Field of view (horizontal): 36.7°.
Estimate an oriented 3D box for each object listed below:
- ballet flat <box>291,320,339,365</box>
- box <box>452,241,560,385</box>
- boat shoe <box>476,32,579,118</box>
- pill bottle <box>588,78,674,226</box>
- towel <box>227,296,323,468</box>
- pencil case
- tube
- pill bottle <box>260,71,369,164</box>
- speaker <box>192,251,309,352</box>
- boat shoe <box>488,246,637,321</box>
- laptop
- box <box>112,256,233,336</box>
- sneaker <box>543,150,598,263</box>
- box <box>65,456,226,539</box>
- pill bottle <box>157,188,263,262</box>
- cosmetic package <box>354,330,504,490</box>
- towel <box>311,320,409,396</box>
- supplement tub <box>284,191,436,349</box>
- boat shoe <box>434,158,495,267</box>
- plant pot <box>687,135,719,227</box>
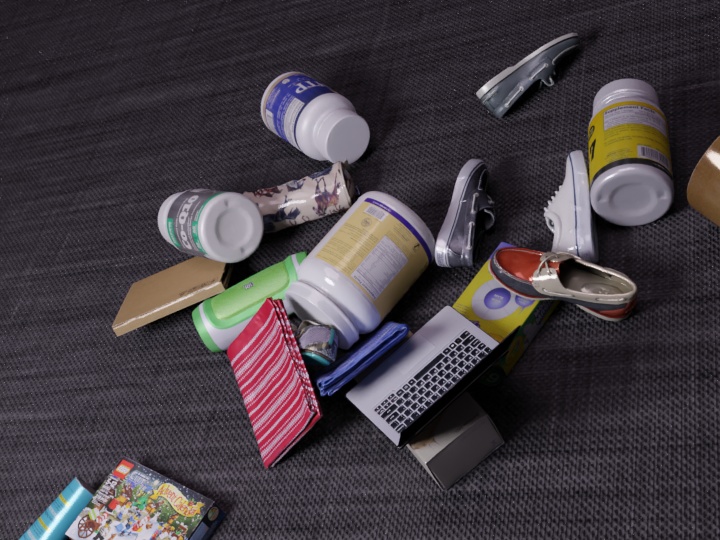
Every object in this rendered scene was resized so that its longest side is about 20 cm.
[{"bbox_3d":[-0.096,0.106,1.559,0.200,0.072,0.072,-11,43,51],"label":"ballet flat"},{"bbox_3d":[0.188,0.059,1.483,0.117,0.048,0.200,21,65,40],"label":"box"},{"bbox_3d":[0.285,-0.320,1.779,0.200,0.073,0.062,-33,85,-11],"label":"boat shoe"},{"bbox_3d":[0.380,-0.171,1.533,0.114,0.114,0.200,-11,46,22],"label":"pill bottle"},{"bbox_3d":[-0.125,0.154,1.509,0.145,0.022,0.200,-49,50,36],"label":"towel"},{"bbox_3d":[-0.103,-0.118,1.790,0.200,0.078,0.090,-16,36,16],"label":"pencil case"},{"bbox_3d":[-0.459,0.390,1.560,0.200,0.050,0.077,-49,37,-10],"label":"tube"},{"bbox_3d":[-0.075,-0.258,1.871,0.120,0.120,0.200,-42,44,-10],"label":"pill bottle"},{"bbox_3d":[-0.154,0.048,1.663,0.200,0.089,0.089,-28,43,5],"label":"speaker"},{"bbox_3d":[0.265,0.008,1.422,0.200,0.063,0.071,20,68,15],"label":"boat shoe"},{"bbox_3d":[0.083,0.115,1.335,0.187,0.116,0.200,-40,43,-11],"label":"laptop"},{"bbox_3d":[-0.301,0.027,1.776,0.200,0.021,0.164,-23,23,12],"label":"box"},{"bbox_3d":[0.295,-0.091,1.539,0.071,0.073,0.200,-9,48,19],"label":"sneaker"},{"bbox_3d":[-0.300,0.351,1.502,0.200,0.038,0.137,15,60,38],"label":"box"},{"bbox_3d":[-0.249,-0.076,1.767,0.113,0.113,0.200,-50,28,-18],"label":"pill bottle"},{"bbox_3d":[0.084,0.178,1.416,0.103,0.073,0.200,-38,42,-7],"label":"cosmetic package"},{"bbox_3d":[-0.004,0.113,1.472,0.145,0.024,0.200,-37,3,-5],"label":"towel"},{"bbox_3d":[0.000,0.000,1.572,0.145,0.145,0.200,25,67,42],"label":"supplement tub"},{"bbox_3d":[0.169,-0.085,1.608,0.068,0.072,0.200,5,49,23],"label":"boat shoe"},{"bbox_3d":[0.539,-0.080,1.330,0.186,0.186,0.200,-33,56,-1],"label":"plant pot"}]
